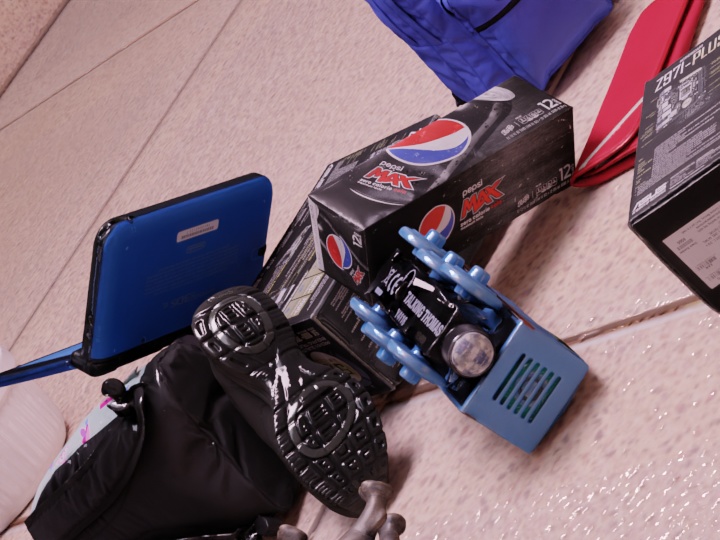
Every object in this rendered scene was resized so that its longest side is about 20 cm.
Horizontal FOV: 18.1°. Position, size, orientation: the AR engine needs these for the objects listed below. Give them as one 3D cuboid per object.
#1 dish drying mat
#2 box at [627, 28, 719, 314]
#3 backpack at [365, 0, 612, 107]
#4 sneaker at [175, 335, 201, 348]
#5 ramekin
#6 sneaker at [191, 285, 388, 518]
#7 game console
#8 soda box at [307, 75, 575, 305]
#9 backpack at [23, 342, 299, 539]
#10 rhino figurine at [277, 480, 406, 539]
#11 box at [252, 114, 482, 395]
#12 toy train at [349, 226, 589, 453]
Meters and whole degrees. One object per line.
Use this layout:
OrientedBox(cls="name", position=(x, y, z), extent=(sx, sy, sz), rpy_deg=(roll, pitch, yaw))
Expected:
OrientedBox(cls="dish drying mat", position=(0.205, -0.141, 1.652), extent=(0.077, 0.018, 0.201), rpy_deg=(-31, 25, 44))
OrientedBox(cls="box", position=(0.261, -0.095, 1.327), extent=(0.200, 0.086, 0.164), rpy_deg=(-37, 22, 30))
OrientedBox(cls="backpack", position=(0.096, -0.246, 1.822), extent=(0.163, 0.200, 0.168), rpy_deg=(-50, 18, -9))
OrientedBox(cls="sneaker", position=(-0.092, 0.082, 1.818), extent=(0.115, 0.075, 0.201), rpy_deg=(-35, 32, 22))
OrientedBox(cls="ramekin", position=(-0.376, 0.180, 2.193), extent=(0.200, 0.105, 0.200), rpy_deg=(-41, 20, 18))
OrientedBox(cls="sneaker", position=(-0.042, 0.099, 1.574), extent=(0.076, 0.091, 0.200), rpy_deg=(-29, 57, -14))
OrientedBox(cls="game console", position=(-0.178, 0.008, 1.741), extent=(0.200, 0.118, 0.172), rpy_deg=(-22, -52, -52))
OrientedBox(cls="soda box", position=(0.060, -0.059, 1.590), extent=(0.199, 0.071, 0.063), rpy_deg=(-31, 43, -28))
OrientedBox(cls="backpack", position=(-0.150, 0.160, 1.680), extent=(0.200, 0.167, 0.127), rpy_deg=(-40, 0, 33))
OrientedBox(cls="rhino figurine", position=(-0.040, 0.211, 1.443), extent=(0.200, 0.060, 0.088), rpy_deg=(-35, 33, 43))
OrientedBox(cls="box", position=(0.000, 0.000, 1.702), extent=(0.164, 0.086, 0.201), rpy_deg=(-22, 32, 56))
OrientedBox(cls="toy train", position=(0.066, 0.041, 1.454), extent=(0.087, 0.114, 0.200), rpy_deg=(-54, 18, 3))
